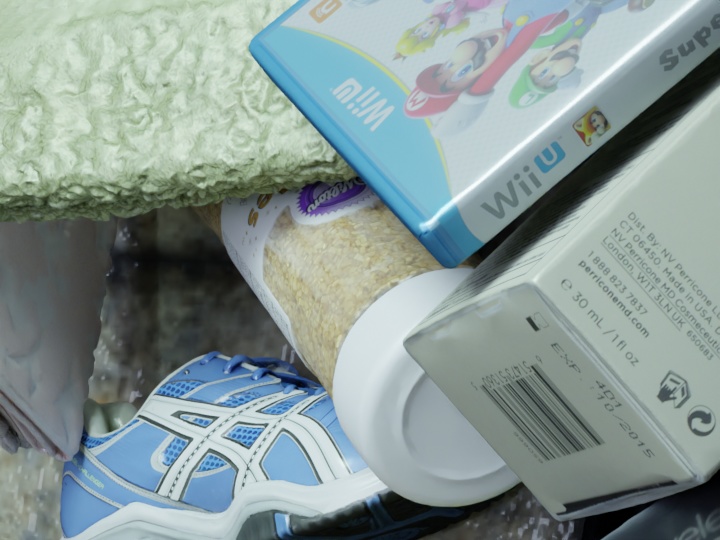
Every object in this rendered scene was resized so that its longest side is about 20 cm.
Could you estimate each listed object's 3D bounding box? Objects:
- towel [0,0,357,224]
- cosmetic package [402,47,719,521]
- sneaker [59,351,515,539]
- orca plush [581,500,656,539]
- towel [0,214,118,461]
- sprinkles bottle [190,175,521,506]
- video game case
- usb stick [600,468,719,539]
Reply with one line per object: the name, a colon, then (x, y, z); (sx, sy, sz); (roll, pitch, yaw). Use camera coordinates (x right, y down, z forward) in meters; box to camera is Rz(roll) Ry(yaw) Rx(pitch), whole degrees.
towel: (-0.042, -0.089, 0.900); (0.200, 0.036, 0.149); (-8, 70, 19)
cosmetic package: (0.115, -0.026, 0.779); (0.200, 0.071, 0.105); (-43, 5, -20)
sneaker: (-0.030, 0.061, 0.946); (0.200, 0.076, 0.077); (-17, 73, 31)
orca plush: (0.085, 0.059, 0.864); (0.105, 0.071, 0.200); (45, 106, 35)
towel: (-0.139, -0.062, 0.959); (0.032, 0.191, 0.200); (-10, 53, 23)
sprinkles bottle: (0.000, 0.000, 0.901); (0.068, 0.068, 0.200); (-57, 30, 11)
video game case: (0.071, -0.098, 0.785); (0.200, 0.018, 0.143); (-40, 33, 0)
usb stick: (0.080, 0.089, 0.739); (0.200, 0.033, 0.056); (-40, 50, 31)
